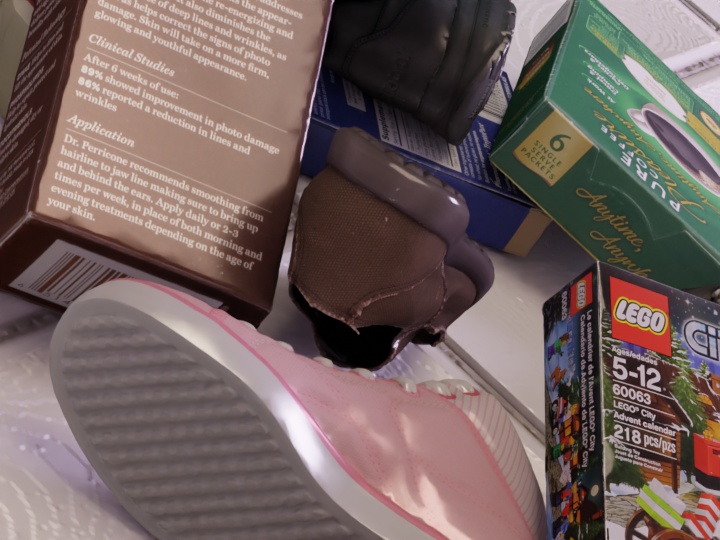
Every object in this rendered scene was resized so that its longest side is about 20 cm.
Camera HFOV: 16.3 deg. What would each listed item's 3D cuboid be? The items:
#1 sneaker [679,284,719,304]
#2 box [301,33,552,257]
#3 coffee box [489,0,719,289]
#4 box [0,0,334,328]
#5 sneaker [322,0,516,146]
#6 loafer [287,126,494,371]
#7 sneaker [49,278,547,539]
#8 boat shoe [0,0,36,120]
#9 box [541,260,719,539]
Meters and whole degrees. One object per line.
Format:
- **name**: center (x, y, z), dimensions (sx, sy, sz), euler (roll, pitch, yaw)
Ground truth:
- **sneaker**: center (0.151, 0.065, 1.043), dimensions (0.111, 0.077, 0.200), euler (42, 28, 9)
- **box**: center (-0.012, -0.083, 1.145), dimensions (0.199, 0.032, 0.121), euler (22, 31, -24)
- **coffee box**: center (0.126, -0.058, 1.197), dimensions (0.123, 0.044, 0.200), euler (42, 21, -9)
- **box**: center (-0.073, -0.077, 0.947), dimensions (0.100, 0.075, 0.201), euler (22, 62, -21)
- **sneaker**: center (0.025, -0.135, 1.161), dimensions (0.090, 0.076, 0.200), euler (21, 27, -7)
- **loafer**: center (0.000, 0.000, 0.953), dimensions (0.073, 0.071, 0.200), euler (33, -5, 13)
- **sneaker**: center (-0.014, 0.062, 0.880), dimensions (0.200, 0.075, 0.105), euler (39, 33, -7)
- **boat shoe**: center (-0.136, -0.123, 1.031), dimensions (0.062, 0.071, 0.200), euler (-14, 59, -35)
- **box**: center (0.158, 0.090, 0.920), dimensions (0.199, 0.038, 0.137), euler (19, 54, -25)
